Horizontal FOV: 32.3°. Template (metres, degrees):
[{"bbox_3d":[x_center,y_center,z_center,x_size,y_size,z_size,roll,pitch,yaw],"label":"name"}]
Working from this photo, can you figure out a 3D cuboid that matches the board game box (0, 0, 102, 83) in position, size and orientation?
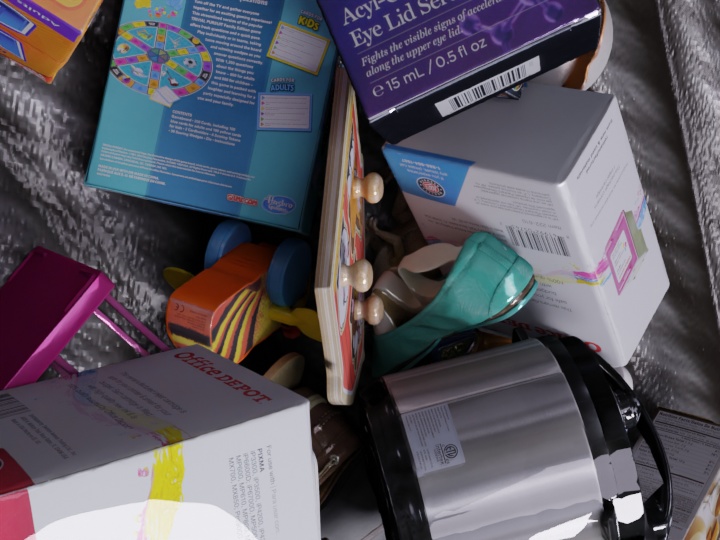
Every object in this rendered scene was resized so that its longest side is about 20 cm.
[{"bbox_3d":[-0.202,-0.252,0.684,0.199,0.200,0.201,31,81,-17],"label":"board game box"}]

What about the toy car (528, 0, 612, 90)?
[{"bbox_3d":[0.121,-0.188,0.899,0.183,0.199,0.179,7,93,-30],"label":"toy car"}]

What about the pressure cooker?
[{"bbox_3d":[0.108,0.139,0.843,0.198,0.179,0.178,-14,95,-5],"label":"pressure cooker"}]

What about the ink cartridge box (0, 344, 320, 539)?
[{"bbox_3d":[-0.137,0.141,0.670,0.198,0.145,0.146,-13,107,-30],"label":"ink cartridge box"}]

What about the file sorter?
[{"bbox_3d":[-0.207,0.108,0.786,0.125,0.139,0.201,45,74,-28],"label":"file sorter"}]

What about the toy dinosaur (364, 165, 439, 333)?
[{"bbox_3d":[0.049,-0.034,0.973,0.199,0.058,0.102,-38,129,-17],"label":"toy dinosaur"}]

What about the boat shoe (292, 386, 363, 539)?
[{"bbox_3d":[-0.060,0.185,0.878,0.075,0.074,0.204,-21,139,-62],"label":"boat shoe"}]

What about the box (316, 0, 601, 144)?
[{"bbox_3d":[0.038,-0.199,0.738,0.147,0.104,0.202,-25,85,8],"label":"box"}]

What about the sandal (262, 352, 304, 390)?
[{"bbox_3d":[-0.118,0.133,0.878,0.213,0.069,0.077,-63,159,16],"label":"sandal"}]

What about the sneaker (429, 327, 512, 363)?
[{"bbox_3d":[0.093,0.096,1.000,0.074,0.088,0.202,0,74,5],"label":"sneaker"}]

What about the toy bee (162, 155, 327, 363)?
[{"bbox_3d":[-0.062,0.018,0.877,0.199,0.130,0.110,-28,135,-35],"label":"toy bee"}]

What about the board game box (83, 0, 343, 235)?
[{"bbox_3d":[-0.087,-0.138,0.831,0.149,0.047,0.202,12,90,5],"label":"board game box"}]

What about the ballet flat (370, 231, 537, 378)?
[{"bbox_3d":[0.048,0.020,0.887,0.070,0.200,0.067,46,56,-5],"label":"ballet flat"}]

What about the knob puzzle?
[{"bbox_3d":[0.000,0.000,0.827,0.030,0.220,0.222,0,98,5],"label":"knob puzzle"}]

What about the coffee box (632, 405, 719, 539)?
[{"bbox_3d":[0.249,0.224,1.041,0.200,0.079,0.115,-43,137,-44],"label":"coffee box"}]

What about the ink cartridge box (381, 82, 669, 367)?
[{"bbox_3d":[0.121,-0.034,0.878,0.085,0.143,0.201,-55,140,-25],"label":"ink cartridge box"}]

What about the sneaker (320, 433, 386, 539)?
[{"bbox_3d":[0.037,0.215,0.989,0.106,0.075,0.200,-48,118,-1],"label":"sneaker"}]

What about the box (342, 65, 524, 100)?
[{"bbox_3d":[0.030,-0.199,0.849,0.038,0.198,0.138,11,92,-57],"label":"box"}]

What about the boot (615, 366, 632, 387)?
[{"bbox_3d":[0.194,0.180,1.074,0.090,0.072,0.202,29,87,-41],"label":"boot"}]
